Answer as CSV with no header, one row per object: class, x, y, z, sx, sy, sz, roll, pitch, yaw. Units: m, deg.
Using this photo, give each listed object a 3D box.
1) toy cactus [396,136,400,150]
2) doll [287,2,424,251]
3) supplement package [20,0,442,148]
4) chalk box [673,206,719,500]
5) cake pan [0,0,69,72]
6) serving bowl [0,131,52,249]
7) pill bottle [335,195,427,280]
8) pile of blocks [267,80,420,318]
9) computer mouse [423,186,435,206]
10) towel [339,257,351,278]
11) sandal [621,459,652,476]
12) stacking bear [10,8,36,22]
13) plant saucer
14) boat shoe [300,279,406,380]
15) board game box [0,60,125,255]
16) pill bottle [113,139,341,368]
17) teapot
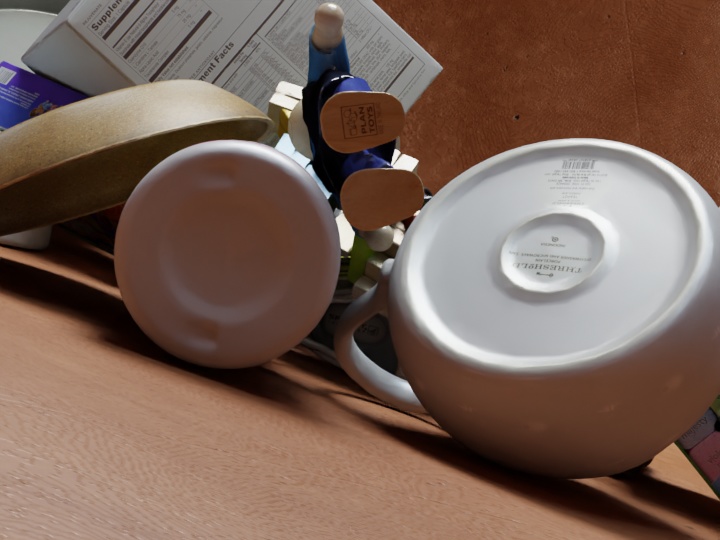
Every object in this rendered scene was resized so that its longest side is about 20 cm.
toy cactus,-0.045,-0.087,1.734,0.164,0.103,0.200,10,40,39
doll,-0.007,-0.074,1.302,0.048,0.137,0.200,-15,8,-6
supplement package,-0.085,-0.133,1.576,0.200,0.151,0.152,42,-15,-11
chalk box,0.225,0.055,1.409,0.124,0.124,0.200,50,8,-11
cake pan,-0.204,-0.153,1.735,0.199,0.037,0.201,16,30,-10
serving bowl,-0.280,-0.076,1.538,0.199,0.066,0.200,21,3,-1
pill bottle,0.048,0.006,1.731,0.199,0.113,0.112,22,4,26
pile of blocks,-0.006,-0.053,1.420,0.082,0.062,0.200,-18,50,-27
computer mouse,0.013,-0.017,1.597,0.044,0.109,0.200,62,7,1
towel,0.000,0.000,1.462,0.199,0.018,0.086,-2,0,-12
sandal,0.151,0.086,1.517,0.080,0.054,0.200,20,3,5
stacking bear,-0.205,-0.084,1.787,0.199,0.114,0.121,32,31,11
plant saucer,-0.147,-0.065,1.351,0.199,0.036,0.200,-18,-5,-2
boat shoe,0.043,0.047,1.426,0.199,0.071,0.069,8,3,29
board game box,-0.154,-0.053,1.587,0.200,0.045,0.135,24,-22,43
pill bottle,-0.068,-0.012,1.294,0.113,0.114,0.200,20,2,-2
teapot,0.110,0.039,1.292,0.200,0.197,0.146,49,-15,42
